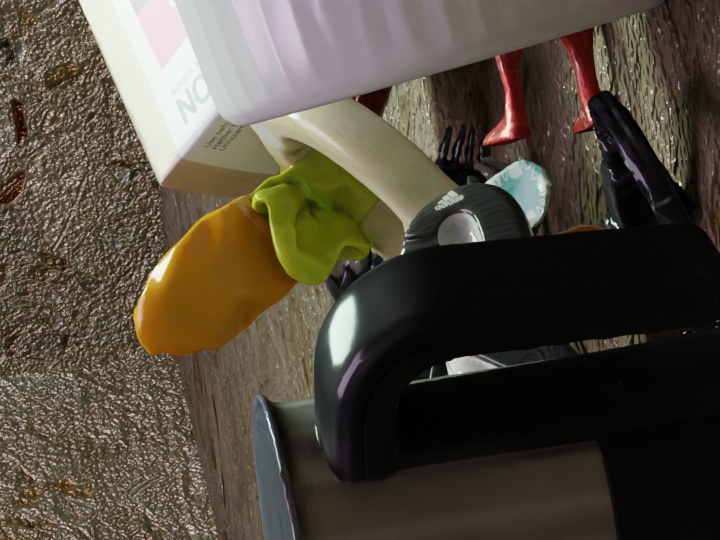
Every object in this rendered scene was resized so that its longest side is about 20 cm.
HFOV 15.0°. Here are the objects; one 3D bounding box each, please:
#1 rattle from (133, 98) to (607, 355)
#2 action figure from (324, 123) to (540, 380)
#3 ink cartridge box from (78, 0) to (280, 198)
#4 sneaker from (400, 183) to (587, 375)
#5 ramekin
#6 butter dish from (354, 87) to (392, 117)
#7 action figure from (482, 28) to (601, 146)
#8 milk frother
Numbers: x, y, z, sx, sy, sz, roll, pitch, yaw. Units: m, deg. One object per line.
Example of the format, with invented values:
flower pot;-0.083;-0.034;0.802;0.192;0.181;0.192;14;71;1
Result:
rattle;0.000;0.000;1.221;0.200;0.143;0.130;34;151;39
action figure;0.032;-0.004;1.359;0.200;0.119;0.102;-102;2;-61
ink cartridge box;-0.047;-0.159;1.323;0.200;0.075;0.165;-47;54;33
sneaker;0.079;0.070;1.116;0.115;0.076;0.201;48;-154;-51
ramekin;0.021;-0.123;1.026;0.200;0.200;0.098;-164;57;-81
butter dish;-0.049;-0.165;1.474;0.200;0.148;0.200;-135;62;-76
action figure;0.054;-0.153;1.188;0.099;0.065;0.200;167;94;-73
milk frother;0.053;0.043;0.988;0.200;0.188;0.181;-118;22;-67
